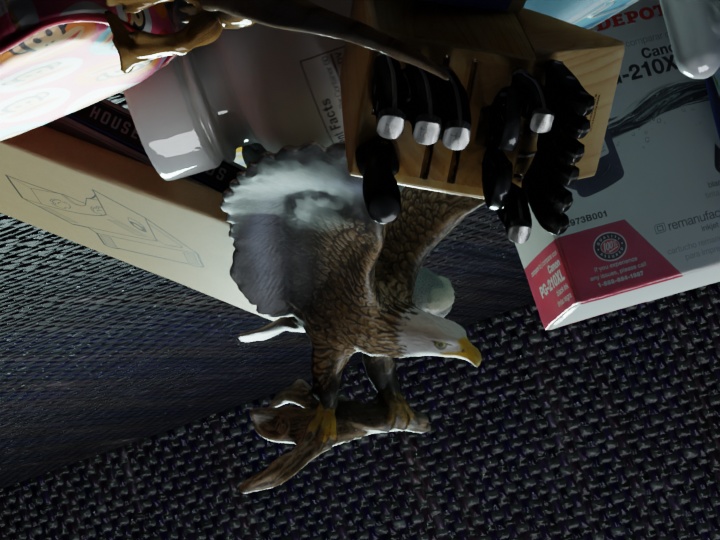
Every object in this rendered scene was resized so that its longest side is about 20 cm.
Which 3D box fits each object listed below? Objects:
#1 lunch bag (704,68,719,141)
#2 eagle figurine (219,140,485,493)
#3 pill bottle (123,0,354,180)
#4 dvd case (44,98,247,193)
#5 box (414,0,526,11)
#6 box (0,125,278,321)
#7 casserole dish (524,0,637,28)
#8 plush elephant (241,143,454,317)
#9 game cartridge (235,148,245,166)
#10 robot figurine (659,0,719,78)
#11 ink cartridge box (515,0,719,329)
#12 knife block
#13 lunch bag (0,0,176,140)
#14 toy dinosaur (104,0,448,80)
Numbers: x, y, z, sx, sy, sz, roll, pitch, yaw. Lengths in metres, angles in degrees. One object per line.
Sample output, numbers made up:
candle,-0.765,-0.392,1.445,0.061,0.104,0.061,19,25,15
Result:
lunch bag,0.279,-0.139,1.294,0.123,0.171,0.200,-16,172,15
eagle figurine,0.007,0.002,1.041,0.150,0.201,0.152,8,-155,6
pill bottle,-0.019,-0.117,1.021,0.199,0.115,0.114,-18,172,5
dvd case,-0.121,-0.049,1.152,0.199,0.025,0.150,27,163,-6
box,-0.023,-0.150,0.826,0.200,0.121,0.033,-2,122,-57
box,-0.140,-0.036,1.132,0.199,0.021,0.164,21,165,11
casserole dish,0.144,-0.169,1.132,0.121,0.039,0.200,-30,179,20
plush elephant,0.010,-0.086,1.200,0.155,0.200,0.165,-36,-166,-20
game cartridge,-0.093,-0.076,1.421,0.176,0.033,0.200,-11,169,-35
robot figurine,0.232,-0.151,1.017,0.169,0.201,0.113,-16,171,-2
ink cartridge box,0.167,-0.080,1.359,0.144,0.201,0.084,-15,169,-15
knife block,0.020,-0.075,0.847,0.200,0.064,0.175,27,-156,37
lunch bag,-0.185,-0.098,0.920,0.199,0.082,0.176,-20,172,10
toy dinosaur,-0.050,-0.115,0.808,0.106,0.061,0.200,-19,-154,-9
